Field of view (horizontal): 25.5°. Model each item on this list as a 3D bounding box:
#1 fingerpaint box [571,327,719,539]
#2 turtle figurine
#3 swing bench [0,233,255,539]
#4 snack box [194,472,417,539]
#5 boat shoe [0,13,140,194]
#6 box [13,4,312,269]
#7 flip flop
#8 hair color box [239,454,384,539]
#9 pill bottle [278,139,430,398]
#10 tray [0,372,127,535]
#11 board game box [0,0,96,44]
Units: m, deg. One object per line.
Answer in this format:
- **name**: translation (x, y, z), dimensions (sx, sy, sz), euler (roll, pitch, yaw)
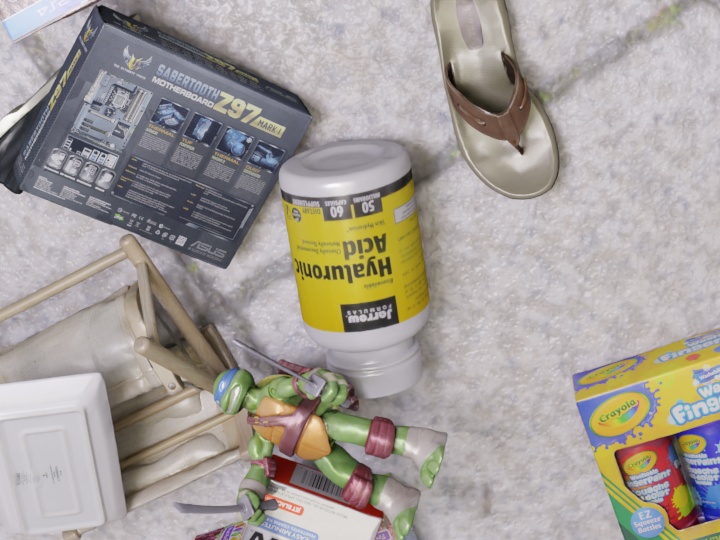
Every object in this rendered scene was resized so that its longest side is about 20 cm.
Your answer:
- **fingerpaint box**: translation (0.302, 0.144, 1.366), dimensions (0.199, 0.073, 0.167), euler (-18, 104, 10)
- **turtle figurine**: translation (-0.039, 0.151, 1.268), dimensions (0.193, 0.200, 0.144), euler (22, 87, -1)
- **swing bench**: translation (-0.223, 0.108, 1.368), dimensions (0.198, 0.130, 0.200), euler (-25, 137, 11)
- **snack box**: translation (-0.036, 0.298, 1.446), dimensions (0.199, 0.068, 0.169), euler (-18, 102, 11)
- **boat shoe**: translation (-0.243, -0.135, 1.339), dimensions (0.199, 0.075, 0.066), euler (-38, 103, 14)
- **box**: translation (-0.162, -0.107, 1.312), dimensions (0.199, 0.051, 0.158), euler (21, 110, -28)
- **flip flop**: translation (0.107, -0.150, 1.307), dimensions (0.081, 0.058, 0.201), euler (-15, 104, 9)
- **hair color box**: translation (-0.061, 0.275, 1.377), dimensions (0.111, 0.064, 0.201), euler (19, 104, 2)
- **pill bottle**: translation (0.000, 0.000, 1.332), dimensions (0.111, 0.111, 0.201), euler (-7, 111, 7)
- **tray**: translation (-0.253, 0.160, 1.304), dimensions (0.107, 0.022, 0.200), euler (-6, 137, -6)
- **board game box**: translation (-0.260, -0.298, 1.247), dimensions (0.097, 0.160, 0.201), euler (-25, 103, 12)
